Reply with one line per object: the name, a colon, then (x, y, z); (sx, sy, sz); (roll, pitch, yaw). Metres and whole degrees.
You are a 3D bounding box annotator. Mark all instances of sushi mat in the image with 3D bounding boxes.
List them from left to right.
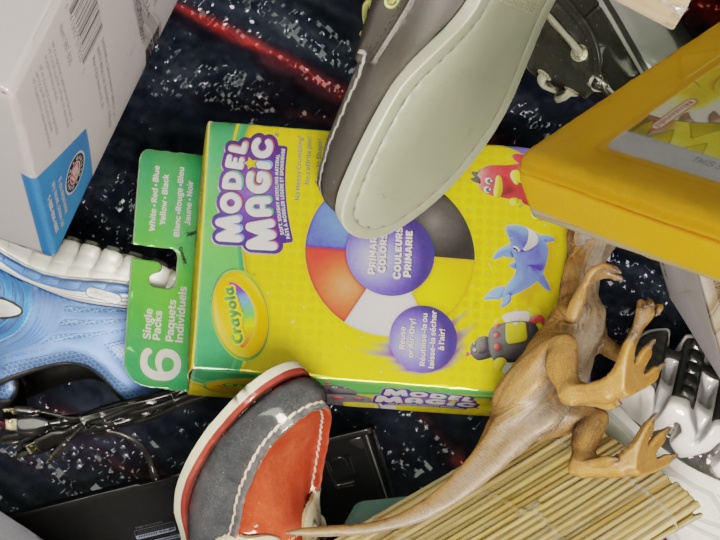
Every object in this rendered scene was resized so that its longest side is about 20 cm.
sushi mat: (0.034, 0.122, 1.077); (0.200, 0.096, 0.012); (-28, 125, -22)

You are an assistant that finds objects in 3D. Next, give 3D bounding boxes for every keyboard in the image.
keyboard: (-0.087, 0.102, 1.194); (0.200, 0.021, 0.127); (-14, 114, 7)

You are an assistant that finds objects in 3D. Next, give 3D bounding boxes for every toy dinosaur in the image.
toy dinosaur: (0.073, 0.058, 1.105); (0.106, 0.060, 0.200); (13, 59, 46)

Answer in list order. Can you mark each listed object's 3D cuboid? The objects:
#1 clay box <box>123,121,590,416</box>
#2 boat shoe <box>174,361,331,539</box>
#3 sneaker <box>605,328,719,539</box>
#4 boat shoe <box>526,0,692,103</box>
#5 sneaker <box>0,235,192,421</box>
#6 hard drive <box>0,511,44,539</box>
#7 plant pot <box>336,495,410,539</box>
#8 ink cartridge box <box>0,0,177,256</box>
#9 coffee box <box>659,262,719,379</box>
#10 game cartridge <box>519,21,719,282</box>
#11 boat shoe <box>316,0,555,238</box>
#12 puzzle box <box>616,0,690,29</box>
clay box: (0.000, 0.000, 1.161); (0.200, 0.048, 0.115); (4, 73, -7)
boat shoe: (-0.044, 0.127, 1.139); (0.063, 0.071, 0.200); (43, 132, 31)
sneaker: (0.186, 0.107, 1.153); (0.200, 0.075, 0.081); (33, 120, 2)
boat shoe: (0.103, -0.107, 1.181); (0.064, 0.071, 0.200); (-36, 79, 14)
sneaker: (-0.174, 0.020, 1.206); (0.200, 0.079, 0.089); (14, 85, 10)
hard drive: (-0.134, 0.182, 1.167); (0.200, 0.135, 0.042); (37, 50, 9)
plant pot: (0.045, 0.196, 1.100); (0.141, 0.141, 0.200); (-7, 47, 8)
ink cartridge box: (-0.136, -0.131, 1.146); (0.084, 0.145, 0.200); (18, 64, 10)
coffee box: (0.222, -0.044, 1.108); (0.200, 0.114, 0.080); (-24, 42, -2)
game cartridge: (0.187, -0.051, 0.981); (0.176, 0.200, 0.032); (-34, 122, -27)
boat shoe: (0.038, -0.109, 1.126); (0.061, 0.072, 0.201); (36, 97, 34)
puzzle box: (0.107, -0.204, 1.083); (0.133, 0.025, 0.200); (27, 59, -1)
